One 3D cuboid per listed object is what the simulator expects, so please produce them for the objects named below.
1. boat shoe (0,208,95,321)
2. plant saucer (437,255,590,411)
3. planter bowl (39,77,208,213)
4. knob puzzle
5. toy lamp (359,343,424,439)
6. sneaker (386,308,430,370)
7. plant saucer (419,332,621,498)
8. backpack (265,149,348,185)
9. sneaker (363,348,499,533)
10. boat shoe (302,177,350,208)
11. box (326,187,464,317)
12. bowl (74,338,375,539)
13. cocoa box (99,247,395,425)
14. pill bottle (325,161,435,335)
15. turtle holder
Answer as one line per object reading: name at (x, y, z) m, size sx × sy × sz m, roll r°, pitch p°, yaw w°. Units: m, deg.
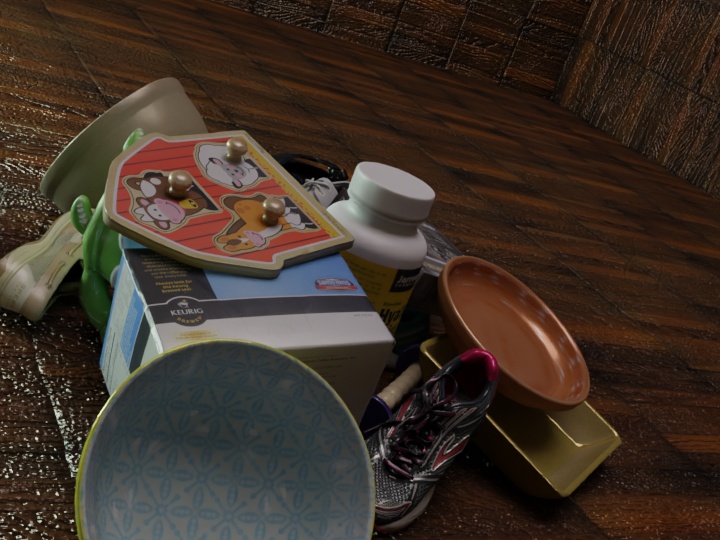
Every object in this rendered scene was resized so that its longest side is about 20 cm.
boat shoe at (-0.292, -0.004, 0.976) m, size 0.065 × 0.072 × 0.200 m, roll 32°, pitch 21°, yaw -1°
plant saucer at (0.155, 0.070, 1.038) m, size 0.199 × 0.037 × 0.201 m, roll 31°, pitch 30°, yaw -20°
planter bowl at (-0.243, -0.102, 1.132) m, size 0.135 × 0.200 × 0.200 m, roll 50°, pitch 22°, yaw -1°
knob puzzle at (-0.126, -0.066, 0.844) m, size 0.218 × 0.031 × 0.220 m, roll 16°, pitch 35°, yaw -12°
toy lamp at (0.044, 0.118, 1.015) m, size 0.058 × 0.059 × 0.200 m, roll 26°, pitch 21°, yaw 13°
sneaker at (-0.016, 0.047, 1.104) m, size 0.199 × 0.080 × 0.078 m, roll 14°, pitch 21°, yaw -17°
plant saucer at (0.159, 0.144, 1.029) m, size 0.200 × 0.049 × 0.200 m, roll 47°, pitch 27°, yaw 17°
backpack at (-0.125, -0.090, 1.269) m, size 0.166 × 0.128 × 0.200 m, roll 9°, pitch 10°, yaw 22°
sneaker at (0.052, 0.141, 0.865) m, size 0.080 × 0.075 × 0.200 m, roll 34°, pitch 52°, yaw 12°
boat shoe at (-0.052, -0.078, 1.183) m, size 0.072 × 0.069 × 0.200 m, roll 23°, pitch 15°, yaw 25°
box at (0.067, -0.011, 1.153) m, size 0.200 × 0.048 × 0.158 m, roll 17°, pitch 26°, yaw -53°
bowl at (-0.100, 0.154, 0.668) m, size 0.199 × 0.202 × 0.108 m, roll 12°, pitch -20°, yaw -23°
cocoa box at (-0.099, 0.067, 0.826) m, size 0.199 × 0.134 × 0.131 m, roll -2°, pitch 40°, yaw -30°
pill bottle at (0.000, 0.000, 0.982) m, size 0.111 × 0.201 × 0.111 m, roll 18°, pitch 21°, yaw -7°
turtle holder at (-0.188, -0.026, 0.921) m, size 0.131 × 0.141 × 0.186 m, roll 31°, pitch 55°, yaw 14°
